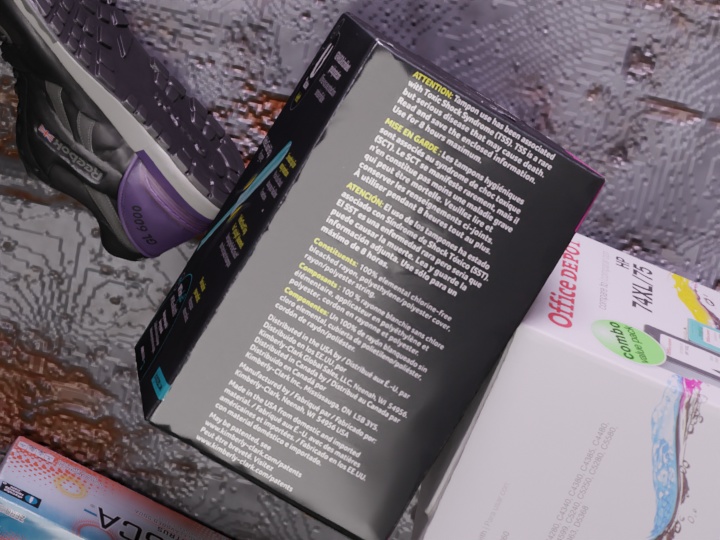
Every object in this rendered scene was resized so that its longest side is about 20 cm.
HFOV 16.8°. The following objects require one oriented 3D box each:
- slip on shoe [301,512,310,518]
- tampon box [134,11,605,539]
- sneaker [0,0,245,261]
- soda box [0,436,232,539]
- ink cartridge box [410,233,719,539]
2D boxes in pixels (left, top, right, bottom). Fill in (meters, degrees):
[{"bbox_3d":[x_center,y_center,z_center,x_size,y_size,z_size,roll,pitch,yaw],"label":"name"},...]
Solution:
[{"bbox_3d":[-0.023,0.033,1.247,0.076,0.061,0.200,5,114,6],"label":"slip on shoe"},{"bbox_3d":[0.000,0.000,1.139,0.126,0.150,0.200,31,96,-11],"label":"tampon box"},{"bbox_3d":[-0.150,-0.087,1.208,0.087,0.076,0.200,-30,106,25],"label":"sneaker"},{"bbox_3d":[-0.115,0.170,1.315,0.200,0.068,0.064,27,114,-5],"label":"soda box"},{"bbox_3d":[0.142,0.095,1.182,0.200,0.147,0.146,22,113,-2],"label":"ink cartridge box"}]
